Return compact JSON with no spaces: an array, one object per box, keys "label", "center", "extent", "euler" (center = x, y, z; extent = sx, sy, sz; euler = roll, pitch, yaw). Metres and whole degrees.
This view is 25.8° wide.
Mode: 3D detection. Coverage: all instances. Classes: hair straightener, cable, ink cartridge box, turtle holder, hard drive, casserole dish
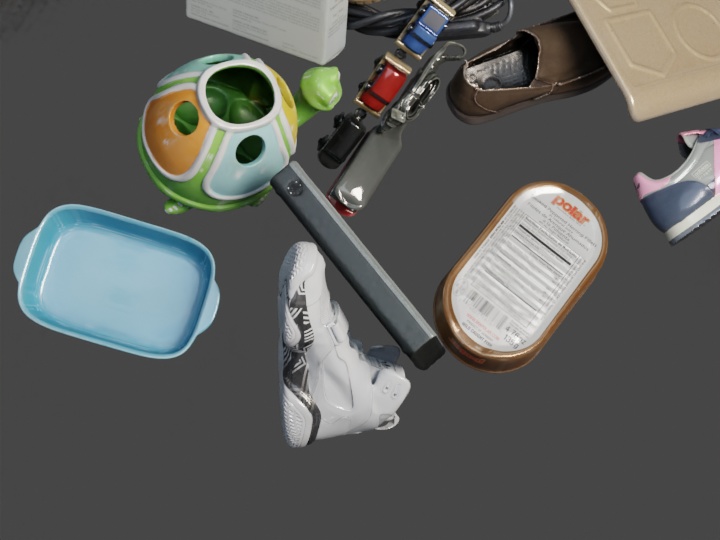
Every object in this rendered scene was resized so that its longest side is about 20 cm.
[{"label":"hair straightener","center":[0.042,-0.139,1.484],"extent":[0.041,0.077,0.201],"euler":[40,78,-7]},{"label":"cable","center":[0.055,-0.295,1.521],"extent":[0.197,0.051,0.165],"euler":[-4,68,10]},{"label":"ink cartridge box","center":[-0.086,-0.307,1.459],"extent":[0.159,0.202,0.047],"euler":[22,40,20]},{"label":"turtle holder","center":[-0.109,-0.131,1.451],"extent":[0.183,0.132,0.143],"euler":[9,66,-18]},{"label":"hard drive","center":[0.000,0.000,1.417],"extent":[0.033,0.140,0.201],"euler":[-38,79,-1]},{"label":"casserole dish","center":[-0.226,0.014,1.474],"extent":[0.198,0.039,0.123],"euler":[16,77,5]}]

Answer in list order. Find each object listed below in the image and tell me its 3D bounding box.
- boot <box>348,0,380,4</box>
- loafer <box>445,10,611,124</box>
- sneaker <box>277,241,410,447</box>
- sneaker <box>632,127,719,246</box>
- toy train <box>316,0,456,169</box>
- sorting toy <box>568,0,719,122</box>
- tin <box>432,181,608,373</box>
[{"label":"boot","center":[-0.029,-0.314,1.476],"extent":[0.198,0.108,0.076],"euler":[12,62,27]},{"label":"loafer","center":[0.177,-0.199,1.494],"extent":[0.198,0.071,0.074],"euler":[-27,77,-5]},{"label":"sneaker","center":[-0.016,0.065,1.405],"extent":[0.113,0.075,0.202],"euler":[-3,117,-8]},{"label":"sneaker","center":[0.344,-0.114,1.469],"extent":[0.199,0.070,0.082],"euler":[-38,81,-9]},{"label":"toy train","center":[0.022,-0.176,1.468],"extent":[0.034,0.046,0.201],"euler":[33,106,-12]},{"label":"sorting toy","center":[0.272,-0.244,1.488],"extent":[0.184,0.036,0.202],"euler":[-17,77,-35]},{"label":"tin","center":[0.150,0.004,1.442],"extent":[0.112,0.042,0.200],"euler":[39,67,2]}]
